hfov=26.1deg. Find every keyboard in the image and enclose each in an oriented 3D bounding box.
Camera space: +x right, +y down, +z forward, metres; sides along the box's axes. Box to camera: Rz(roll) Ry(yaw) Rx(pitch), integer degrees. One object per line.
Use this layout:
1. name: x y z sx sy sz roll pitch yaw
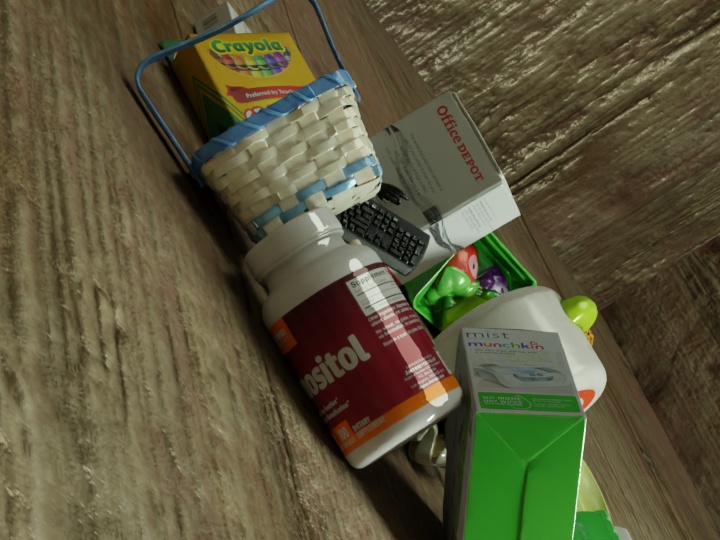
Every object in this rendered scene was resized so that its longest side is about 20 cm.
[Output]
1. keyboard: -0.016 -0.078 1.590 0.200 0.021 0.127 31 37 -7

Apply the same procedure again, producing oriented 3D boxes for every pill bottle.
1. pill bottle: -0.010 0.053 1.290 0.200 0.113 0.113 58 11 9

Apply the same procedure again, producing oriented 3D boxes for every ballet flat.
1. ballet flat: 0.061 0.144 1.467 0.074 0.074 0.200 -111 175 -48

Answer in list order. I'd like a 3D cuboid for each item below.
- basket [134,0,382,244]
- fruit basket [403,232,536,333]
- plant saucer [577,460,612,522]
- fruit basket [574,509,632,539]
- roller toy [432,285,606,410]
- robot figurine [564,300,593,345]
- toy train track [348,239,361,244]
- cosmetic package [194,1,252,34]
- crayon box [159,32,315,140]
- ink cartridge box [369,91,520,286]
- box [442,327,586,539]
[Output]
1. basket: -0.083 -0.129 1.367 0.200 0.176 0.139 63 -5 0
2. fruit basket: 0.147 0.043 1.955 0.216 0.156 0.216 42 1 -1
3. plant saucer: 0.237 0.278 1.835 0.200 0.031 0.200 44 30 -33
4. fruit basket: 0.212 0.327 1.413 0.185 0.093 0.201 -101 -178 -77
5. roller toy: 0.165 0.120 1.679 0.182 0.200 0.140 -10 62 -41
6. robot figurine: 0.229 0.132 1.920 0.058 0.200 0.145 18 -12 33
7. toy train track: 0.000 0.000 1.527 0.115 0.032 0.200 59 5 22
8. cosmetic package: -0.110 -0.189 1.709 0.151 0.052 0.200 52 12 -36
9. crayon box: -0.102 -0.169 1.535 0.127 0.051 0.200 -9 60 -39
10. ink cartridge box: 0.054 -0.080 1.695 0.145 0.200 0.083 64 7 34
11. box: 0.125 0.174 1.334 0.177 0.096 0.201 -91 -176 -71
